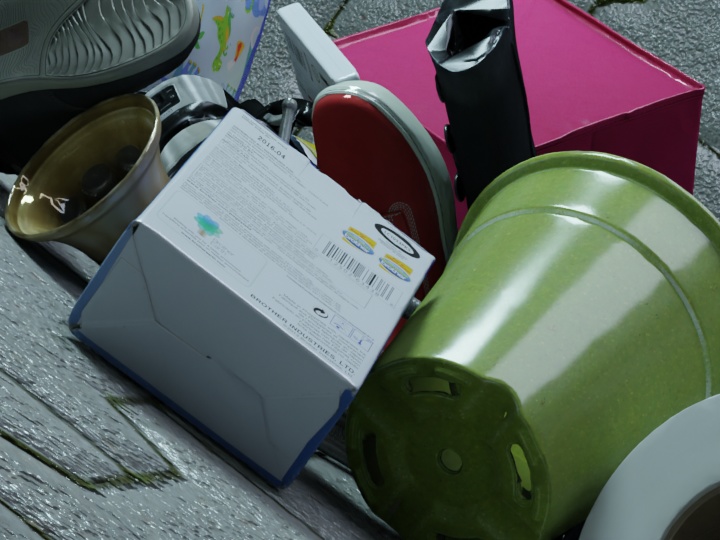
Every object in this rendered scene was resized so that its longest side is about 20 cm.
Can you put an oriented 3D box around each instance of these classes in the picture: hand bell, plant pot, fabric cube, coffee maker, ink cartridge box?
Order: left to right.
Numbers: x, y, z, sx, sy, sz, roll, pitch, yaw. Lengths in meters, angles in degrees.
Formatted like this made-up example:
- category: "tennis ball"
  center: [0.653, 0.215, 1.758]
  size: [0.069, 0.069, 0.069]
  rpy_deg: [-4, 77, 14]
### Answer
- category: "hand bell"
  center: [-0.095, 0.007, 1.471]
  size: [0.200, 0.104, 0.104]
  rpy_deg: [49, -3, -31]
- category: "coffee maker"
  center: [-0.074, -0.023, 1.716]
  size: [0.200, 0.134, 0.193]
  rpy_deg: [-129, -162, -71]
- category: "ink cartridge box"
  center: [-0.046, 0.004, 1.331]
  size: [0.136, 0.076, 0.200]
  rpy_deg: [38, 28, -3]
- category: "fabric cube"
  center: [0.099, -0.056, 1.827]
  size: [0.199, 0.200, 0.196]
  rpy_deg: [-19, 37, -28]
- category: "plant pot"
  center: [0.089, 0.064, 1.405]
  size: [0.200, 0.200, 0.190]
  rpy_deg: [38, 39, 13]

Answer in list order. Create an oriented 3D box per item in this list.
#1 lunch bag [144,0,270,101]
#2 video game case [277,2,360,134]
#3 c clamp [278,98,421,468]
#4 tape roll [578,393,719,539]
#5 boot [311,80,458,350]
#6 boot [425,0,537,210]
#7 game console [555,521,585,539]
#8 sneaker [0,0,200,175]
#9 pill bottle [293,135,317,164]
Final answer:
- category: "lunch bag"
  center: [-0.155, -0.164, 1.916]
  size: [0.127, 0.200, 0.170]
  rpy_deg: [39, 5, 22]
- category: "video game case"
  center: [-0.003, -0.059, 1.697]
  size: [0.143, 0.018, 0.201]
  rpy_deg: [-126, -163, -61]
- category: "c clamp"
  center: [0.002, 0.027, 1.490]
  size: [0.027, 0.171, 0.200]
  rpy_deg: [-8, -36, 40]
- category: "tape roll"
  center: [0.221, 0.173, 1.305]
  size: [0.139, 0.203, 0.203]
  rpy_deg: [32, 6, -46]
- category: "boot"
  center: [0.000, 0.000, 1.564]
  size: [0.072, 0.144, 0.201]
  rpy_deg: [-3, -62, 33]
- category: "boot"
  center: [0.082, -0.045, 1.546]
  size: [0.165, 0.065, 0.201]
  rpy_deg: [-95, 177, -54]
- category: "game console"
  center: [0.139, 0.119, 1.608]
  size: [0.175, 0.200, 0.117]
  rpy_deg: [16, -46, 27]
- category: "sneaker"
  center: [-0.163, -0.113, 1.505]
  size: [0.199, 0.075, 0.106]
  rpy_deg: [-11, -24, 24]
- category: "pill bottle"
  center: [-0.064, -0.047, 1.986]
  size: [0.112, 0.113, 0.200]
  rpy_deg: [37, 4, 8]
